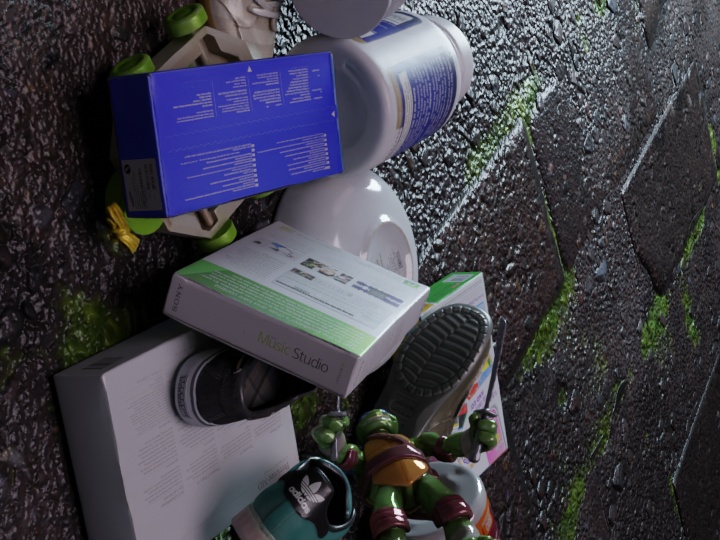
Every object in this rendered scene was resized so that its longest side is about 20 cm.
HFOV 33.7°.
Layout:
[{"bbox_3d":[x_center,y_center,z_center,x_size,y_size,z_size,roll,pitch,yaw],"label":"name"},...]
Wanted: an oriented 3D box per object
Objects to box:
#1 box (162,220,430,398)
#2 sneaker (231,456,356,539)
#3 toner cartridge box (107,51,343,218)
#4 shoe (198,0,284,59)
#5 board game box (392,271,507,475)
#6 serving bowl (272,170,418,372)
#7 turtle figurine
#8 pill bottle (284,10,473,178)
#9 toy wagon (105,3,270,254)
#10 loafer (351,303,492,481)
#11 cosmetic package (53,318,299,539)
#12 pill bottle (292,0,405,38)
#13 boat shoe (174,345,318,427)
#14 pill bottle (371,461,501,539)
[{"bbox_3d":[-0.040,0.022,0.876,0.037,0.143,0.200,-70,168,17],"label":"box"},{"bbox_3d":[-0.035,0.188,0.902,0.072,0.080,0.200,51,-2,12],"label":"sneaker"},{"bbox_3d":[-0.090,-0.102,0.857,0.199,0.043,0.097,-20,108,-52],"label":"toner cartridge box"},{"bbox_3d":[-0.091,-0.246,0.933,0.070,0.053,0.204,-21,109,-56],"label":"shoe"},{"bbox_3d":[0.093,0.120,1.230,0.152,0.040,0.204,-27,112,-56],"label":"board game box"},{"bbox_3d":[0.000,0.000,1.062,0.199,0.065,0.204,5,84,-59],"label":"serving bowl"},{"bbox_3d":[0.040,0.147,0.962,0.143,0.201,0.195,23,27,-32],"label":"turtle figurine"},{"bbox_3d":[0.021,-0.164,1.052,0.199,0.118,0.122,-33,116,-54],"label":"pill bottle"},{"bbox_3d":[-0.132,-0.090,0.869,0.201,0.039,0.157,-54,132,-38],"label":"toy wagon"},{"bbox_3d":[0.060,0.122,1.124,0.201,0.075,0.070,-54,152,-8],"label":"loafer"},{"bbox_3d":[-0.125,0.115,0.865,0.199,0.051,0.153,-27,110,-56],"label":"cosmetic package"},{"bbox_3d":[0.001,-0.276,0.993,0.201,0.110,0.112,-74,146,-51],"label":"pill bottle"},{"bbox_3d":[-0.054,0.067,0.876,0.199,0.065,0.071,-15,102,-59],"label":"boat shoe"},{"bbox_3d":[0.090,0.297,1.147,0.114,0.113,0.202,-51,129,-46],"label":"pill bottle"}]
